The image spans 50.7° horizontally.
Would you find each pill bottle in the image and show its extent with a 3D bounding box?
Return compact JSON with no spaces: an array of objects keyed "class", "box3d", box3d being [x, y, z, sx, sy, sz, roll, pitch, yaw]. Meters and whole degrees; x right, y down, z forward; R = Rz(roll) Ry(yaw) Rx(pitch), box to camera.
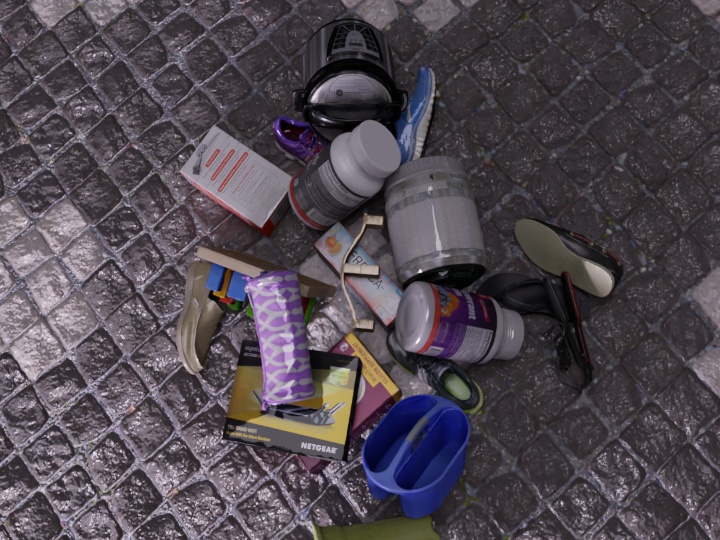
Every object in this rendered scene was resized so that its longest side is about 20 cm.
[{"class":"pill bottle","box3d":[-0.028,-0.163,1.304,0.199,0.114,0.118,-33,67,42]},{"class":"pill bottle","box3d":[0.165,0.090,1.241,0.196,0.111,0.114,12,73,-23]}]

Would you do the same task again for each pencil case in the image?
[{"class":"pencil case","box3d":[-0.121,0.097,1.131,0.084,0.084,0.205,-9,86,-25]}]

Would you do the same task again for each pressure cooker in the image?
[{"class":"pressure cooker","box3d":[-0.016,-0.321,1.348,0.174,0.178,0.203,-30,43,29]}]

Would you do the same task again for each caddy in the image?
[{"class":"caddy","box3d":[0.088,0.280,1.188,0.139,0.107,0.200,21,44,28]}]

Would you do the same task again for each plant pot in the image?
[{"class":"plant pot","box3d":[0.037,0.461,1.156,0.180,0.201,0.205,-14,73,-11]}]

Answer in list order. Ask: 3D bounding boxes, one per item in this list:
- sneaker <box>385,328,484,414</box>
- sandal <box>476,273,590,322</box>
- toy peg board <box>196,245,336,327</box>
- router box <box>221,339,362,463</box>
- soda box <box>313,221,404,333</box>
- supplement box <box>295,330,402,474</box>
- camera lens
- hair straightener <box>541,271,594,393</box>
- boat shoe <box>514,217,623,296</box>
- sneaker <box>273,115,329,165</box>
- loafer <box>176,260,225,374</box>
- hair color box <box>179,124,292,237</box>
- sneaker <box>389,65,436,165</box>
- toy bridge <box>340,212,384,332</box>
[{"class":"sneaker","box3d":[0.125,0.160,1.272,0.198,0.081,0.074,36,80,14]},{"class":"sandal","box3d":[0.296,0.043,1.307,0.195,0.043,0.078,4,75,7]},{"class":"toy peg board","box3d":[-0.164,0.042,1.286,0.196,0.199,0.100,19,92,11]},{"class":"router box","box3d":[-0.104,0.204,1.192,0.195,0.052,0.161,6,73,10]},{"class":"soda box","box3d":[0.006,0.013,1.332,0.063,0.069,0.200,-40,75,-7]},{"class":"supplement box","box3d":[-0.043,0.220,1.262,0.199,0.103,0.131,-42,75,-6]},{"class":"camera lens","box3d":[0.126,-0.070,1.295,0.156,0.160,0.205,-11,73,3]},{"class":"hair straightener","box3d":[0.335,0.109,1.268,0.075,0.041,0.205,-14,91,-5]},{"class":"boat shoe","box3d":[0.358,-0.031,1.314,0.200,0.075,0.063,35,44,24]},{"class":"sneaker","box3d":[-0.081,-0.220,1.399,0.197,0.084,0.082,27,79,11]},{"class":"loafer","box3d":[-0.276,0.080,1.339,0.066,0.076,0.205,-2,73,11]},{"class":"hair color box","box3d":[-0.222,-0.166,1.409,0.198,0.064,0.112,34,81,12]},{"class":"sneaker","box3d":[0.090,-0.287,1.403,0.087,0.079,0.205,13,76,7]},{"class":"toy bridge","box3d":[0.000,0.000,1.284,0.065,0.027,0.205,3,75,7]}]
